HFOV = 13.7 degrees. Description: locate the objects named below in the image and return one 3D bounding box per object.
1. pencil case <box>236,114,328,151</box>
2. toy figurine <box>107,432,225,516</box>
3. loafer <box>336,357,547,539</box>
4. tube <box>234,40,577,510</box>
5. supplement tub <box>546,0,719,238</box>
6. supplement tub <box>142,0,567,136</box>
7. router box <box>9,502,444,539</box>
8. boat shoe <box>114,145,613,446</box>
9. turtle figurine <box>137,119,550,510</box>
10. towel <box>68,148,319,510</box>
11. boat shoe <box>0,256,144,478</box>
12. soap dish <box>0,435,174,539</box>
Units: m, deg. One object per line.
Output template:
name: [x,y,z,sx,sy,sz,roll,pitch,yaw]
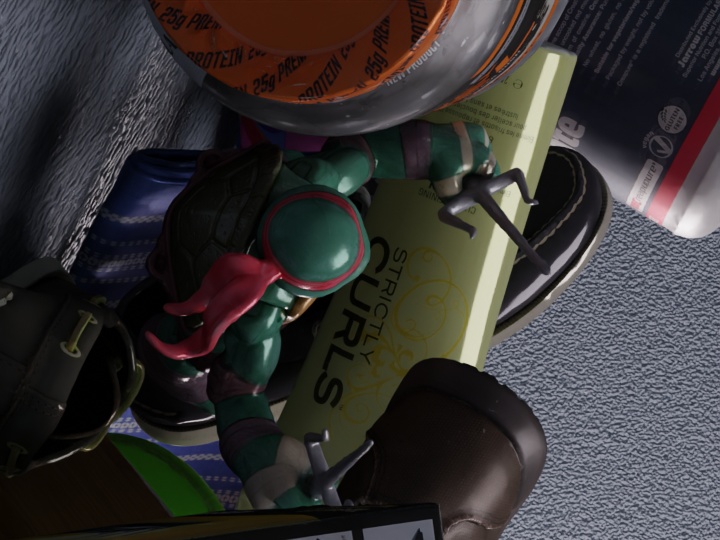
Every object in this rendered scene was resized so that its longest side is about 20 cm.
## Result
pencil case: [-0.009,-0.068,1.222,0.088,0.088,0.200,-58,173,-19]
toy figurine: [-0.063,0.153,1.207,0.200,0.150,0.184,-31,158,31]
loafer: [0.002,0.110,1.026,0.071,0.073,0.200,-48,162,-39]
tube: [0.023,0.008,1.073,0.052,0.058,0.200,12,101,-42]
supplement tub: [0.108,-0.118,1.380,0.140,0.200,0.140,-59,173,-11]
supplement tub: [0.000,-0.106,0.940,0.123,0.122,0.200,-61,173,12]
router box: [-0.081,0.102,0.860,0.200,0.157,0.052,165,-82,-69]
boat shoe: [0.000,0.000,1.112,0.200,0.073,0.063,-24,142,-3]
turtle figurine: [-0.019,0.000,0.986,0.150,0.101,0.200,-53,-166,-10]
towel: [-0.064,0.033,1.172,0.145,0.024,0.200,-1,130,-38]
boat shoe: [-0.109,0.036,1.003,0.072,0.060,0.202,-60,174,0]
soap dish: [-0.108,0.157,1.053,0.081,0.200,0.157,15,111,-41]
